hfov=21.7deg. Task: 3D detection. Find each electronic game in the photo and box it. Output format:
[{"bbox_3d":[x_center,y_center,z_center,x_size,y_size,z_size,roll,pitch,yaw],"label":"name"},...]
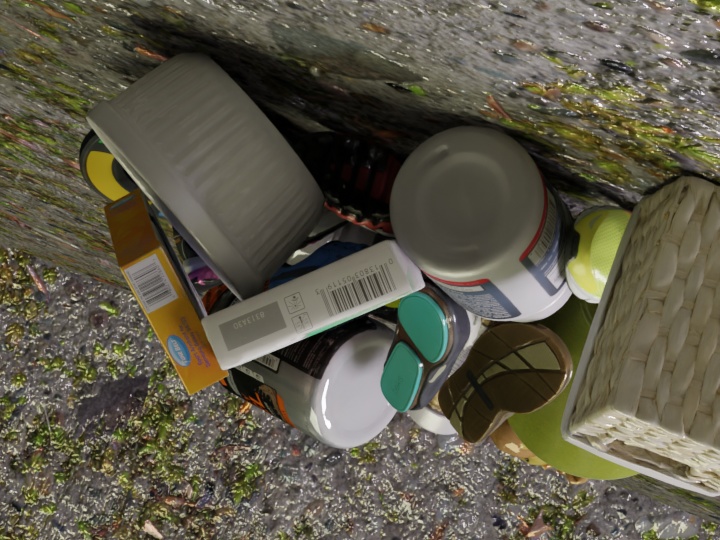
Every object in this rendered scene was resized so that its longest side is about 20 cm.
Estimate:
[{"bbox_3d":[-0.151,-0.096,1.676,0.198,0.042,0.200,-1,153,-1],"label":"electronic game"}]

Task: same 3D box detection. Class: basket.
[{"bbox_3d":[0.244,0.044,1.356,0.135,0.201,0.123,20,165,-1],"label":"basket"}]

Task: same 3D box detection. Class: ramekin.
[{"bbox_3d":[-0.118,-0.082,1.508,0.200,0.105,0.200,48,175,6],"label":"ramekin"}]

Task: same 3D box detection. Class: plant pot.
[{"bbox_3d":[0.223,0.065,1.657,0.186,0.188,0.200,19,157,7],"label":"plant pot"}]

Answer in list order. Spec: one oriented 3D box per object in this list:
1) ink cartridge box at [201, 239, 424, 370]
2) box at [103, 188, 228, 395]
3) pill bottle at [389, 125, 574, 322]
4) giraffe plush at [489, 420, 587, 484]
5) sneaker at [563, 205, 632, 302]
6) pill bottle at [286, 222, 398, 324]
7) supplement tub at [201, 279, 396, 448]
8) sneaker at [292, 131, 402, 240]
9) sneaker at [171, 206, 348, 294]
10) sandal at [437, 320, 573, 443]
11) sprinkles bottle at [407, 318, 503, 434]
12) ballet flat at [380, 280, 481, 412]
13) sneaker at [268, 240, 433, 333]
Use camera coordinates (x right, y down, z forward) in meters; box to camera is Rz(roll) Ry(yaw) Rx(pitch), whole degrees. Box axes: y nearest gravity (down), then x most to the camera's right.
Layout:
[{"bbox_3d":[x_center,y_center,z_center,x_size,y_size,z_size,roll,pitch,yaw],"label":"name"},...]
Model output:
[{"bbox_3d":[-0.026,0.024,1.489,0.160,0.050,0.200,-23,176,9],"label":"ink cartridge box"},{"bbox_3d":[-0.159,0.011,1.507,0.120,0.041,0.200,63,176,-20],"label":"box"},{"bbox_3d":[0.106,-0.026,1.476,0.119,0.120,0.200,17,170,23],"label":"pill bottle"},{"bbox_3d":[0.187,0.128,1.957,0.198,0.163,0.173,10,-162,-15],"label":"giraffe plush"},{"bbox_3d":[0.243,-0.002,1.478,0.199,0.079,0.090,13,178,-39],"label":"sneaker"},{"bbox_3d":[0.034,-0.009,1.773,0.199,0.114,0.113,21,171,-8],"label":"pill bottle"},{"bbox_3d":[-0.061,0.078,1.760,0.199,0.123,0.122,24,176,44],"label":"supplement tub"},{"bbox_3d":[0.026,-0.059,1.621,0.199,0.071,0.098,21,169,-12],"label":"sneaker"},{"bbox_3d":[-0.077,-0.057,1.652,0.199,0.087,0.080,-24,178,-27],"label":"sneaker"},{"bbox_3d":[0.129,0.091,1.626,0.081,0.054,0.200,58,150,9],"label":"sandal"},{"bbox_3d":[0.103,0.063,1.700,0.068,0.069,0.201,21,133,-6],"label":"sprinkles bottle"},{"bbox_3d":[0.064,0.054,1.598,0.073,0.073,0.200,20,149,1],"label":"ballet flat"},{"bbox_3d":[0.000,0.000,1.624,0.199,0.079,0.066,-15,157,33],"label":"sneaker"}]
